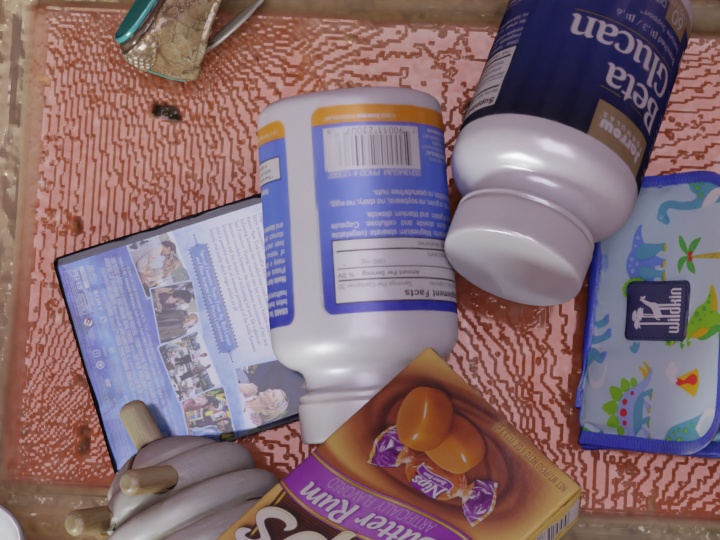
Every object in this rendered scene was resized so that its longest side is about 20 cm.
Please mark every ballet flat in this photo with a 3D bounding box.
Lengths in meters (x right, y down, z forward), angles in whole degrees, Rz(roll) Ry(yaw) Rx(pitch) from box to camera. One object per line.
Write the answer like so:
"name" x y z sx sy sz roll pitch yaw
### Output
"ballet flat" -0.078 -0.205 1.136 0.065 0.071 0.200 34 88 -23

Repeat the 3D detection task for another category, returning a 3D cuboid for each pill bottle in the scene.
"pill bottle" 0.118 -0.085 1.058 0.111 0.111 0.200 20 65 3
"pill bottle" 0.000 0.000 1.061 0.112 0.112 0.200 -4 84 1

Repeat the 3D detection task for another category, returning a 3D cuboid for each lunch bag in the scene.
"lunch bag" 0.231 0.030 1.071 0.200 0.127 0.170 4 83 19

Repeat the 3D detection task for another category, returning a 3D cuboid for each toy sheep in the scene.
"toy sheep" -0.095 0.164 1.055 0.138 0.138 0.200 -24 75 -1

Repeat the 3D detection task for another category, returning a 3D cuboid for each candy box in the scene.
"candy box" 0.007 0.150 0.949 0.200 0.056 0.117 -42 67 -13

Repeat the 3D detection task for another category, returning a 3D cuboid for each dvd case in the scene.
"dvd case" -0.077 0.031 1.125 0.200 0.018 0.143 -17 83 0

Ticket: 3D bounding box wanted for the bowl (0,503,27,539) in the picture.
"bowl" -0.307 0.208 1.084 0.199 0.075 0.200 19 84 3
